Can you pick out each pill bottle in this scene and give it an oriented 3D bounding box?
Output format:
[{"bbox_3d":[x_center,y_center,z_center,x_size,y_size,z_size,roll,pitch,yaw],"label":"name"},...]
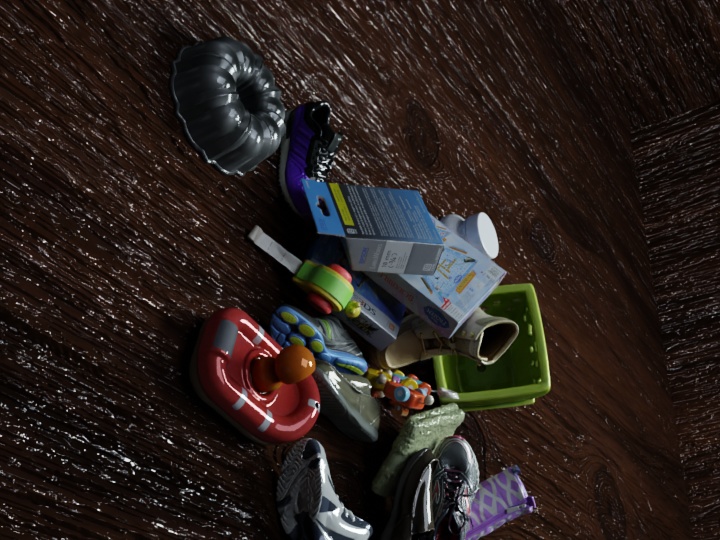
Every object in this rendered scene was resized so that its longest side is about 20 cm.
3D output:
[{"bbox_3d":[0.139,-0.034,1.566,0.111,0.198,0.112,35,46,-46],"label":"pill bottle"}]

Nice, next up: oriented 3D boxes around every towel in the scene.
[{"bbox_3d":[0.097,0.285,1.405,0.199,0.036,0.150,6,113,-61],"label":"towel"}]

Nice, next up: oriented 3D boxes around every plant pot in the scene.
[{"bbox_3d":[0.228,0.155,1.605,0.182,0.197,0.202,76,8,-68],"label":"plant pot"}]

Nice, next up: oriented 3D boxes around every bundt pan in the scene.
[{"bbox_3d":[-0.177,-0.243,1.263,0.201,0.075,0.204,37,44,-47],"label":"bundt pan"}]

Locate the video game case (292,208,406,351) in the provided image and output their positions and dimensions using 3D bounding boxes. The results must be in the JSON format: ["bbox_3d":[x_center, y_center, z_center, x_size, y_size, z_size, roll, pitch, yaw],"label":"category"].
[{"bbox_3d":[0.000,0.000,1.407,0.181,0.045,0.201,39,40,-15],"label":"video game case"}]

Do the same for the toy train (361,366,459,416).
[{"bbox_3d":[0.072,0.202,1.407,0.199,0.149,0.056,18,92,-60],"label":"toy train"}]

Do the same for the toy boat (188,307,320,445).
[{"bbox_3d":[-0.112,0.131,1.116,0.200,0.129,0.132,48,38,-36],"label":"toy boat"}]

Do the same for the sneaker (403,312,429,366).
[{"bbox_3d":[0.063,0.083,1.504,0.200,0.071,0.084,49,35,-35],"label":"sneaker"}]

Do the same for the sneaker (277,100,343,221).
[{"bbox_3d":[-0.072,-0.181,1.381,0.069,0.099,0.203,24,54,-50],"label":"sneaker"}]

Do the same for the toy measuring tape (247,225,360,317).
[{"bbox_3d":[-0.073,0.003,1.262,0.199,0.073,0.074,40,39,-17],"label":"toy measuring tape"}]

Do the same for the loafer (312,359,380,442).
[{"bbox_3d":[-0.028,0.180,1.289,0.201,0.074,0.070,55,46,-46],"label":"loafer"}]

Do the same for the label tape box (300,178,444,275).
[{"bbox_3d":[0.009,-0.065,1.324,0.197,0.064,0.145,4,37,-20],"label":"label tape box"}]

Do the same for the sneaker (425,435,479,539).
[{"bbox_3d":[0.144,0.355,1.355,0.075,0.079,0.203,82,13,-70],"label":"sneaker"}]

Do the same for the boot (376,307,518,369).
[{"bbox_3d":[0.137,0.115,1.406,0.198,0.155,0.074,-22,111,-21],"label":"boot"}]

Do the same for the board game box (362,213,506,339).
[{"bbox_3d":[0.111,-0.006,1.410,0.199,0.041,0.200,39,37,12],"label":"board game box"}]

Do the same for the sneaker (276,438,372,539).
[{"bbox_3d":[-0.042,0.327,1.186,0.129,0.079,0.202,11,65,-59],"label":"sneaker"}]

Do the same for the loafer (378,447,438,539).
[{"bbox_3d":[0.083,0.368,1.318,0.202,0.071,0.073,-70,156,-11],"label":"loafer"}]

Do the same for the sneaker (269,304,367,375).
[{"bbox_3d":[-0.067,0.101,1.291,0.199,0.071,0.083,35,25,-45],"label":"sneaker"}]

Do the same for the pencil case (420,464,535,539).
[{"bbox_3d":[0.186,0.398,1.418,0.084,0.198,0.086,60,-1,-28],"label":"pencil case"}]
